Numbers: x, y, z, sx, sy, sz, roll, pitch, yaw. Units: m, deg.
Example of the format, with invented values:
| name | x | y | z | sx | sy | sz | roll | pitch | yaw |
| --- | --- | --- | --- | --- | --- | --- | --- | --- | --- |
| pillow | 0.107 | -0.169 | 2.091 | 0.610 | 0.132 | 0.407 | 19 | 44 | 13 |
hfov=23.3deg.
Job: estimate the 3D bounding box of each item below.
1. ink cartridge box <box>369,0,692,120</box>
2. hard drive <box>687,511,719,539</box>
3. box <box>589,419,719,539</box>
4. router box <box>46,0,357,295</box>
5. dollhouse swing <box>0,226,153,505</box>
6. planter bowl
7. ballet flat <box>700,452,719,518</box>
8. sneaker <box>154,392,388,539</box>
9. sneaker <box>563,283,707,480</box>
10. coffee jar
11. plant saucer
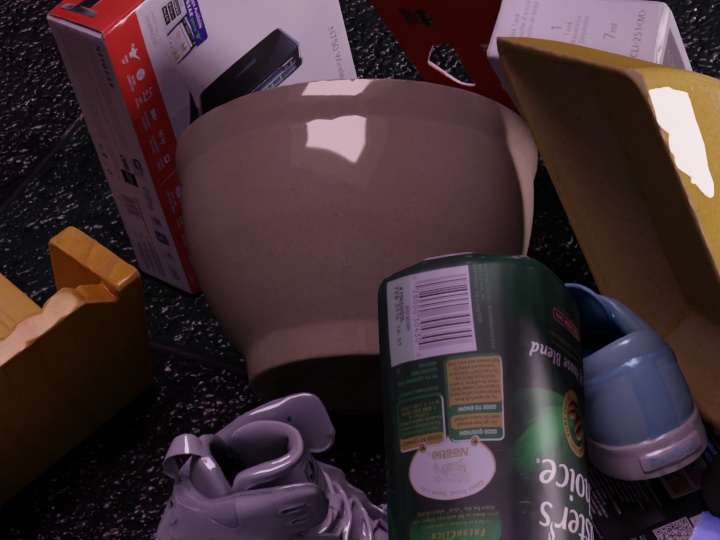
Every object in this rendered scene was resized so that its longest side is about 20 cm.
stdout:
| name | x | y | z | sx | sy | sz | roll | pitch | yaw |
| --- | --- | --- | --- | --- | --- | --- | --- | --- | --- |
| ink cartridge box | 0.104 | -0.095 | 0.990 | 0.173 | 0.200 | 0.044 | 7 | 73 | 22 |
| hard drive | 0.202 | 0.201 | 0.719 | 0.199 | 0.025 | 0.132 | 26 | 66 | 20 |
| box | 0.213 | 0.135 | 0.827 | 0.197 | 0.050 | 0.200 | -20 | 43 | -7 |
| router box | -0.085 | -0.118 | 1.059 | 0.049 | 0.201 | 0.180 | 22 | 54 | 34 |
| dollhouse swing | -0.247 | 0.044 | 0.972 | 0.200 | 0.182 | 0.176 | -38 | 68 | -23 |
| planter bowl | 0.000 | 0.000 | 0.942 | 0.199 | 0.200 | 0.136 | -5 | 71 | 10 |
| ballet flat | 0.254 | 0.075 | 0.795 | 0.199 | 0.069 | 0.068 | -6 | 43 | 10 |
| sneaker | -0.004 | 0.126 | 0.822 | 0.199 | 0.115 | 0.075 | 6 | 38 | -4 |
| sneaker | 0.111 | 0.039 | 0.887 | 0.074 | 0.082 | 0.200 | -22 | 16 | -17 |
| coffee jar | 0.056 | 0.101 | 0.763 | 0.085 | 0.104 | 0.201 | -8 | 69 | 20 |
| plant saucer | 0.148 | -0.022 | 0.821 | 0.048 | 0.201 | 0.200 | -27 | 17 | -7 |
